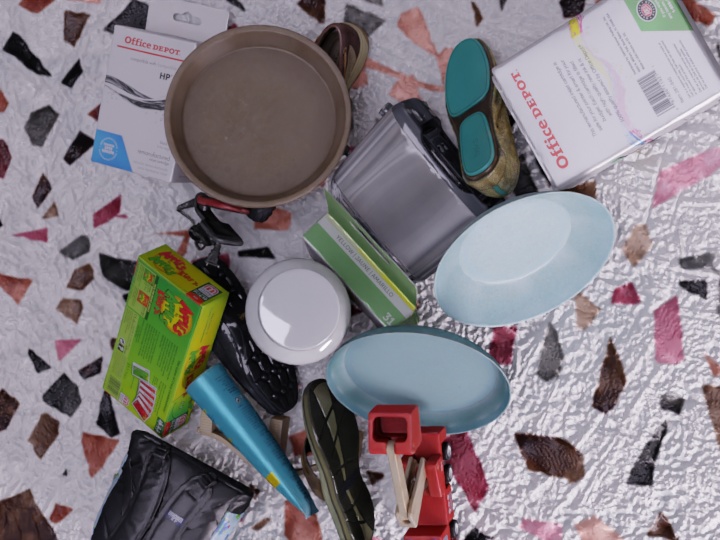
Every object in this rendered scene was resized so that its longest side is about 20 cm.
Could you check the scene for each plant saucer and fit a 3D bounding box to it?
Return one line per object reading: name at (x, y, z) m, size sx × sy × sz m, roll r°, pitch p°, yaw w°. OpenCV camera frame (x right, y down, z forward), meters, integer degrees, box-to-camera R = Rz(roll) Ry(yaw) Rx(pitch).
plant saucer at (0.063, 0.113, 1.588) m, size 0.199 × 0.200 × 0.028 m, roll -4°, pitch 53°, yaw 19°
plant saucer at (0.165, -0.021, 1.538) m, size 0.201 × 0.201 × 0.039 m, roll -37°, pitch 48°, yaw 18°
plant saucer at (-0.108, -0.162, 1.578) m, size 0.199 × 0.029 × 0.201 m, roll 0°, pitch 79°, yaw 0°

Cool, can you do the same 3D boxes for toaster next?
toaster at (0.063, -0.076, 1.589) m, size 0.129 × 0.114 × 0.200 m, roll -41°, pitch 90°, yaw 21°

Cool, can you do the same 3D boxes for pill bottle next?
pill bottle at (-0.067, 0.045, 1.580) m, size 0.112 × 0.200 × 0.113 m, roll 0°, pitch 86°, yaw -4°

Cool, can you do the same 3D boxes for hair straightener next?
hair straightener at (-0.173, -0.045, 1.648) m, size 0.041 × 0.200 × 0.077 m, roll 9°, pitch 94°, yaw -25°

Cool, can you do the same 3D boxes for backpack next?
backpack at (-0.232, 0.308, 1.717) m, size 0.163 × 0.154 × 0.201 m, roll 26°, pitch 81°, yaw 10°

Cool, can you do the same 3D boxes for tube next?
tube at (-0.115, 0.195, 1.666) m, size 0.050 × 0.077 × 0.200 m, roll -41°, pitch 82°, yaw 9°

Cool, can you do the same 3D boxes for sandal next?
sandal at (-0.036, 0.220, 1.641) m, size 0.057 × 0.080 × 0.202 m, roll -5°, pitch 103°, yaw 33°

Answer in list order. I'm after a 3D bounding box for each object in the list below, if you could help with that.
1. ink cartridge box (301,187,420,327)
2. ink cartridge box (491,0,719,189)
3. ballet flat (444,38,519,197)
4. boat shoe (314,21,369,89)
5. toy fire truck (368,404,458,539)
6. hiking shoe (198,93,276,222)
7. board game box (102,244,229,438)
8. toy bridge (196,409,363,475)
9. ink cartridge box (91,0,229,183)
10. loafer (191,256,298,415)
ink cartridge box at (0.000, 0.000, 1.572) m, size 0.048 × 0.200 × 0.146 m, roll -42°, pitch 80°, yaw -4°
ink cartridge box at (0.258, -0.193, 1.527) m, size 0.200 × 0.084 × 0.145 m, roll -31°, pitch 84°, yaw 19°
ballet flat at (0.131, -0.157, 1.568) m, size 0.070 × 0.071 × 0.201 m, roll -21°, pitch 49°, yaw 19°
boat shoe at (-0.054, -0.180, 1.641) m, size 0.072 × 0.072 × 0.201 m, roll 29°, pitch 103°, yaw 15°
toy fire truck at (0.059, 0.230, 1.591) m, size 0.049 × 0.141 × 0.201 m, roll -2°, pitch 100°, yaw 19°
hiking shoe at (-0.135, -0.145, 1.631) m, size 0.100 × 0.076 × 0.201 m, roll 4°, pitch 64°, yaw -19°
board game box at (-0.224, 0.082, 1.691) m, size 0.101 × 0.048 × 0.201 m, roll 36°, pitch 127°, yaw 21°
toy bridge at (-0.097, 0.201, 1.710) m, size 0.199 × 0.027 × 0.068 m, roll 8°, pitch 98°, yaw 17°
ink cartridge box at (-0.228, -0.210, 1.696) m, size 0.116 × 0.068 × 0.201 m, roll 15°, pitch 99°, yaw 23°
loafer at (-0.140, 0.078, 1.702) m, size 0.201 × 0.068 × 0.070 m, roll 58°, pitch 144°, yaw 0°
